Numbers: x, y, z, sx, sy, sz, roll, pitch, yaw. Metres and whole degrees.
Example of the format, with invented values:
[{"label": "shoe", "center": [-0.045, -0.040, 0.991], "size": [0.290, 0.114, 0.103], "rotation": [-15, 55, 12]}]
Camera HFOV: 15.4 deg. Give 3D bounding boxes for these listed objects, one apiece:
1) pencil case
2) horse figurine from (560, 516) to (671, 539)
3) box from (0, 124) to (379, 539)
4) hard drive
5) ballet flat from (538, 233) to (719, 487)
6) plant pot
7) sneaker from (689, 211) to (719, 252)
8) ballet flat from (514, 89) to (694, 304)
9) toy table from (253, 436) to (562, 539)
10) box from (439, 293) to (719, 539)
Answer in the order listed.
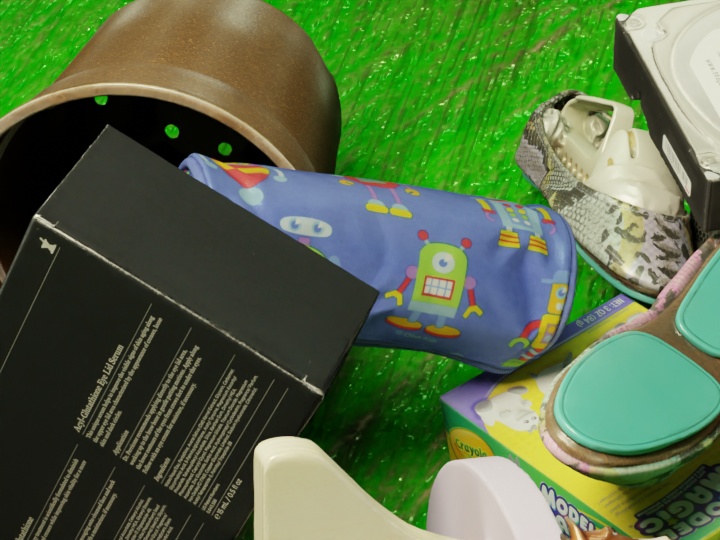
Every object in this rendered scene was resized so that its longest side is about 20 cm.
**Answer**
[{"label": "pencil case", "center": [0.000, 0.000, 1.227], "size": [0.199, 0.087, 0.078], "rotation": [7, -4, -22]}, {"label": "horse figurine", "center": [0.130, 0.183, 0.924], "size": [0.132, 0.050, 0.201], "rotation": [5, 68, 0]}, {"label": "box", "center": [-0.099, 0.056, 1.164], "size": [0.141, 0.200, 0.079], "rotation": [30, 42, -2]}, {"label": "hard drive", "center": [0.234, -0.087, 1.261], "size": [0.199, 0.038, 0.140], "rotation": [-8, 40, -10]}, {"label": "ballet flat", "center": [0.134, 0.050, 1.174], "size": [0.069, 0.071, 0.200], "rotation": [36, 44, 11]}, {"label": "plant pot", "center": [-0.096, -0.041, 1.371], "size": [0.200, 0.201, 0.198], "rotation": [-5, 26, 11]}, {"label": "sneaker", "center": [0.248, -0.030, 1.294], "size": [0.199, 0.115, 0.076], "rotation": [19, 34, 35]}, {"label": "ballet flat", "center": [0.128, -0.048, 1.369], "size": [0.072, 0.072, 0.200], "rotation": [-17, 25, -7]}, {"label": "toy table", "center": [0.015, 0.151, 1.068], "size": [0.117, 0.184, 0.200], "rotation": [-4, 8, -13]}, {"label": "box", "center": [0.139, 0.090, 1.215], "size": [0.117, 0.048, 0.200], "rotation": [-29, 39, -23]}]
